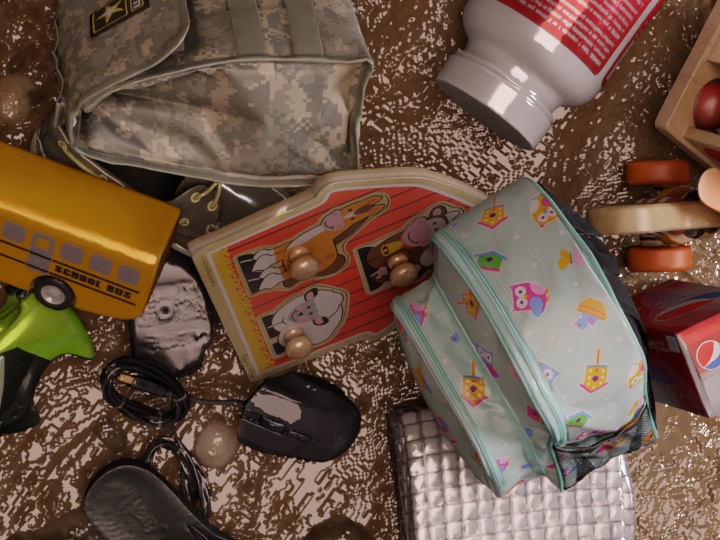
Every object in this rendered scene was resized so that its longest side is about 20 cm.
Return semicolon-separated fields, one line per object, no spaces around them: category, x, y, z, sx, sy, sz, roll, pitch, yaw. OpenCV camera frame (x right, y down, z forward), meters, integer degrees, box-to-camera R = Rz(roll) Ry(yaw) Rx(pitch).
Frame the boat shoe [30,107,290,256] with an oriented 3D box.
boat shoe;-0.126;-0.060;1.602;0.201;0.060;0.072;22;68;-11

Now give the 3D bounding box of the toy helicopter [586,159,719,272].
toy helicopter;0.217;-0.035;1.599;0.132;0.200;0.079;1;94;30

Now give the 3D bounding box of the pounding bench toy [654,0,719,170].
pounding bench toy;0.331;-0.098;1.651;0.200;0.156;0.125;33;82;-38

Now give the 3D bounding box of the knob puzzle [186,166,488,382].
knob puzzle;0.000;0.000;1.578;0.219;0.220;0.031;-19;56;-9

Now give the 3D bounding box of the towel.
towel;0.108;0.186;1.654;0.165;0.086;0.201;-6;93;-12

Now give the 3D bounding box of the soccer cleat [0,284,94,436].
soccer cleat;-0.268;0.093;1.591;0.200;0.068;0.081;-41;111;-6

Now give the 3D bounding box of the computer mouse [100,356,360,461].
computer mouse;-0.085;0.096;1.598;0.199;0.034;0.059;11;117;-29

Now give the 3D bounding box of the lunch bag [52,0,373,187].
lunch bag;-0.105;-0.141;1.545;0.199;0.164;0.118;-1;125;-10

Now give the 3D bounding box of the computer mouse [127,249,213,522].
computer mouse;-0.130;0.083;1.634;0.058;0.034;0.201;-4;100;-8

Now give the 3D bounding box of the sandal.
sandal;-0.110;0.211;1.624;0.200;0.048;0.075;38;100;-16

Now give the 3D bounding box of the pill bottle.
pill bottle;0.143;-0.188;1.624;0.112;0.112;0.200;37;86;-10

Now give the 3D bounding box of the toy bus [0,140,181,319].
toy bus;-0.226;-0.034;1.560;0.199;0.078;0.065;20;45;-1

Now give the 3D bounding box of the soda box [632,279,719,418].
soda box;0.225;0.051;1.606;0.070;0.200;0.064;-24;97;-9

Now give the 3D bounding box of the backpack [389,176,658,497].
backpack;0.107;0.043;1.528;0.153;0.200;0.176;-25;68;-10
